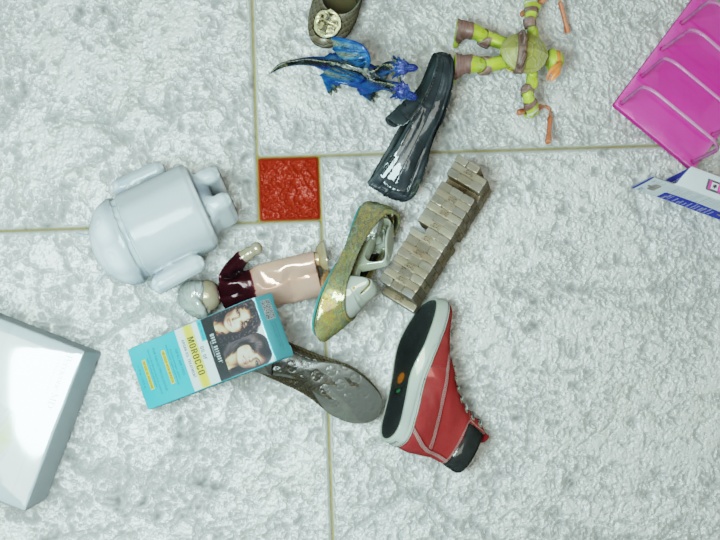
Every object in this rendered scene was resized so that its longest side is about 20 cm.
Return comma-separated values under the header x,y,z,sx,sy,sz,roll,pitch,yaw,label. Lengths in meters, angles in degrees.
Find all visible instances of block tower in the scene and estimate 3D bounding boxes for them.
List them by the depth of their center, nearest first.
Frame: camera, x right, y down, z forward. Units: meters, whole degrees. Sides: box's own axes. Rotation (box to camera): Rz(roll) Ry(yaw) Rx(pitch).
x,y,z,sx,sy,sz,roll,pitch,yaw,label
0.098,-0.046,1.495,0.054,0.058,0.202,30,85,19,block tower

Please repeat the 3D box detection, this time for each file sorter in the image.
x,y,z,sx,sy,sz,roll,pitch,yaw,label
0.453,-0.260,1.503,0.138,0.125,0.201,38,84,0,file sorter

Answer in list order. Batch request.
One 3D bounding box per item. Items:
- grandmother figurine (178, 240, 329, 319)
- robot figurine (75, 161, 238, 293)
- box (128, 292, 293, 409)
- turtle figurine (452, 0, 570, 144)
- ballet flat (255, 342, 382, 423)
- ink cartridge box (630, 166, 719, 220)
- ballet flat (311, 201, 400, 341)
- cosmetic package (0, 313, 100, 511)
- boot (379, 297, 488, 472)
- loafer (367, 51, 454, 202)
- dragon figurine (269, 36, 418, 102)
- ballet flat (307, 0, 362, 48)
x,y,z,sx,sy,sz,roll,pitch,yaw,label
-0.135,0.024,1.483,0.196,0.061,0.124,-10,101,-2,grandmother figurine
-0.254,-0.055,1.452,0.197,0.113,0.171,-24,64,-5,robot figurine
-0.187,0.101,1.434,0.197,0.049,0.084,-22,86,23,box
0.200,-0.272,1.519,0.158,0.064,0.204,4,86,-3,turtle figurine
-0.063,0.134,1.481,0.197,0.046,0.068,24,95,-5,ballet flat
0.459,-0.095,1.506,0.196,0.095,0.038,17,85,-2,ink cartridge box
0.000,0.000,1.459,0.070,0.071,0.202,23,64,-2,ballet flat
-0.452,0.159,1.421,0.197,0.123,0.203,20,85,-3,cosmetic package
0.113,0.148,1.490,0.143,0.072,0.203,25,69,-24,boot
0.067,-0.191,1.503,0.069,0.068,0.204,20,88,-10,loafer
-0.018,-0.260,1.487,0.196,0.099,0.060,17,85,1,dragon figurine
-0.012,-0.385,1.520,0.067,0.046,0.202,28,82,2,ballet flat
